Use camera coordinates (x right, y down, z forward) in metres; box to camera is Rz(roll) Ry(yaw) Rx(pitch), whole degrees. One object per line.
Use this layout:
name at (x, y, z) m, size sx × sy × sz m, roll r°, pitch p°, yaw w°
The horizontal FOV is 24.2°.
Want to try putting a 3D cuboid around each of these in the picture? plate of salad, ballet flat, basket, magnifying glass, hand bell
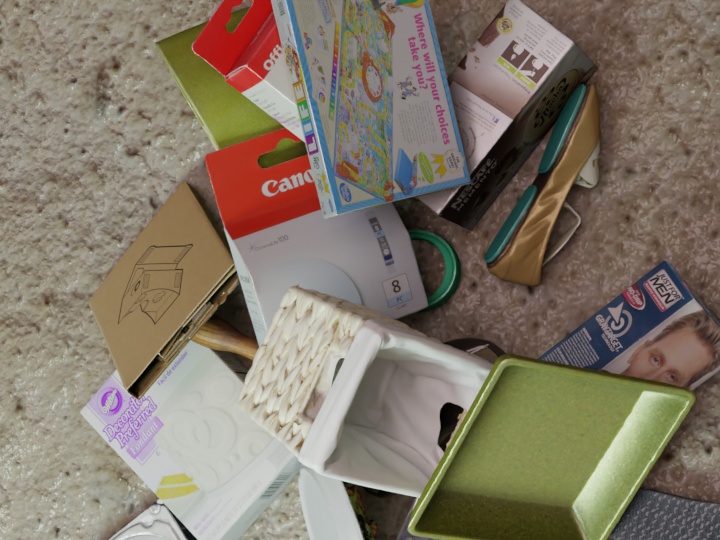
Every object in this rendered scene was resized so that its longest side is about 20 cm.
plate of salad at (-0.011, 0.243, 1.540) m, size 0.048 × 0.200 × 0.200 m, roll -16°, pitch 78°, yaw -14°
ballet flat at (0.186, -0.076, 1.569) m, size 0.063 × 0.069 × 0.200 m, roll 27°, pitch 97°, yaw -8°
basket at (0.007, 0.106, 1.464) m, size 0.123 × 0.200 × 0.136 m, roll 27°, pitch 94°, yaw 40°
magnifying glass at (0.000, 0.000, 1.637) m, size 0.200 × 0.022 × 0.080 m, roll 0°, pitch 81°, yaw 21°
hand bell at (-0.096, 0.077, 1.609) m, size 0.200 × 0.104 × 0.104 m, roll 23°, pitch 92°, yaw 14°

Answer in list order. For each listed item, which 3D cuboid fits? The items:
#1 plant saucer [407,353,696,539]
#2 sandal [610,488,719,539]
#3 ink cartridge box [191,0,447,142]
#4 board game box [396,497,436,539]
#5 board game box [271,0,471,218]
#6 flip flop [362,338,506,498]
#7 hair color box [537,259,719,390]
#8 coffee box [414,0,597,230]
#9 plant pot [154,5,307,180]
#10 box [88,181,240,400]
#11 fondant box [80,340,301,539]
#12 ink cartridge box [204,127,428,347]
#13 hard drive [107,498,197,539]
plant saucer at (0.158, 0.152, 1.450) m, size 0.200 × 0.200 × 0.048 m, roll -64°, pitch 30°, yaw 28°
sandal at (0.321, 0.240, 1.496) m, size 0.200 × 0.043 × 0.076 m, roll 18°, pitch 83°, yaw 30°
ink cartridge box at (-0.037, -0.185, 1.504) m, size 0.200 × 0.067 × 0.116 m, roll 37°, pitch 74°, yaw -16°
board game box at (0.111, 0.309, 1.564) m, size 0.200 × 0.026 × 0.200 m, roll 25°, pitch 93°, yaw 20°
board game box at (0.010, -0.158, 1.466) m, size 0.134 × 0.034 × 0.200 m, roll -14°, pitch 92°, yaw -22°
flip flop at (0.071, 0.139, 1.583) m, size 0.200 × 0.058 × 0.081 m, roll -52°, pitch 59°, yaw 24°
hair color box at (0.229, 0.092, 1.500) m, size 0.200 × 0.100 × 0.061 m, roll -40°, pitch 41°, yaw 11°
coffee box at (0.120, -0.143, 1.563) m, size 0.080 × 0.113 × 0.200 m, roll 40°, pitch 97°, yaw 18°
plant pot at (-0.064, -0.187, 1.613) m, size 0.200 × 0.187 × 0.187 m, roll -31°, pitch 75°, yaw -3°
box at (-0.193, 0.017, 1.638) m, size 0.164 × 0.021 × 0.200 m, roll -49°, pitch 32°, yaw 8°
fondant box at (-0.159, 0.156, 1.658) m, size 0.200 × 0.058 × 0.144 m, roll 44°, pitch 99°, yaw 19°
ink cartridge box at (-0.039, -0.034, 1.538) m, size 0.160 × 0.047 × 0.200 m, roll -20°, pitch 104°, yaw -19°
hard drive at (-0.190, 0.345, 1.660) m, size 0.140 × 0.038 × 0.200 m, roll -38°, pitch 75°, yaw 12°
